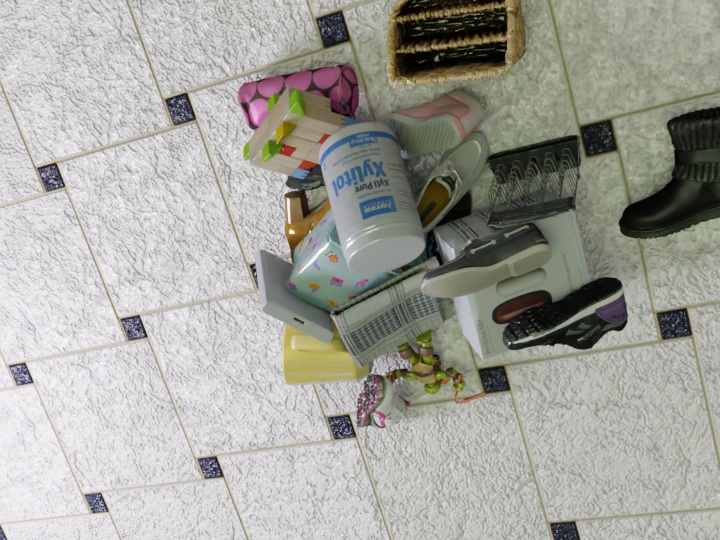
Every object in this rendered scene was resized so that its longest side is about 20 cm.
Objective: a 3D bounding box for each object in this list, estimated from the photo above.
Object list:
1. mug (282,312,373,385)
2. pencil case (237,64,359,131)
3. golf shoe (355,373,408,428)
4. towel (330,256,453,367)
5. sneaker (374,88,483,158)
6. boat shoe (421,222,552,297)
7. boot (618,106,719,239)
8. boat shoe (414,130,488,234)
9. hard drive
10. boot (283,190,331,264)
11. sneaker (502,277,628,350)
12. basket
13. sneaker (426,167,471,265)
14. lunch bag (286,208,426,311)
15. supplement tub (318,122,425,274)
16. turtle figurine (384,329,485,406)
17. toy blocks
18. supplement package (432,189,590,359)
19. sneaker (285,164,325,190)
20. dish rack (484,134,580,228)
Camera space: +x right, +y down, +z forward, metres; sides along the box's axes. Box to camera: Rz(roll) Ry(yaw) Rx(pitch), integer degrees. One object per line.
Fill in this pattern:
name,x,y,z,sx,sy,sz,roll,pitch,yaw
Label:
mug,-0.055,0.145,1.715,0.150,0.187,0.152,4,116,8
pencil case,-0.102,-0.281,1.601,0.197,0.091,0.095,-3,118,23
golf shoe,0.045,0.235,1.734,0.090,0.074,0.200,5,158,-5
towel,0.061,0.075,1.580,0.198,0.035,0.193,-28,146,-4
sneaker,0.116,-0.239,1.557,0.199,0.104,0.076,4,127,49
boat shoe,0.179,-0.016,1.415,0.197,0.064,0.073,-18,151,2
boot,0.478,-0.149,1.453,0.208,0.080,0.160,-18,112,14
boat shoe,0.138,-0.139,1.535,0.071,0.070,0.201,40,89,-4
hard drive,-0.116,0.042,1.654,0.131,0.201,0.026,28,109,-21
boot,-0.039,-0.068,1.684,0.198,0.071,0.146,1,118,22
sneaker,0.313,0.092,1.445,0.197,0.076,0.089,-22,114,-2
basket,0.141,-0.367,1.444,0.197,0.149,0.145,-1,112,20
sneaker,0.145,-0.071,1.603,0.072,0.082,0.203,1,111,20
lunch bag,0.000,0.000,1.612,0.198,0.123,0.170,29,137,-18
supplement tub,0.017,-0.113,1.488,0.131,0.131,0.203,-28,64,27
turtle figurine,0.121,0.169,1.717,0.197,0.065,0.163,1,132,30
toy blocks,-0.088,-0.213,1.546,0.135,0.101,0.200,12,147,-28
supplement package,0.244,0.003,1.524,0.197,0.147,0.194,-19,106,-3
sneaker,-0.038,-0.184,1.628,0.196,0.076,0.093,-1,102,15
dish rack,0.262,-0.132,1.473,0.151,0.201,0.055,-12,116,23
